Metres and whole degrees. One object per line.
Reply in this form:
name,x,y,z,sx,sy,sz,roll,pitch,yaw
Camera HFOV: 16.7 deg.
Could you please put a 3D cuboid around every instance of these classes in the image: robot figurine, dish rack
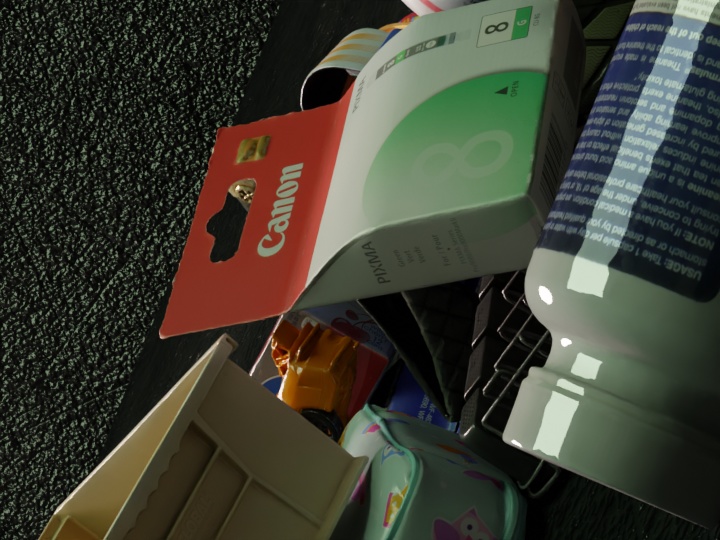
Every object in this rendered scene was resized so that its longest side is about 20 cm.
robot figurine,-0.053,0.132,1.331,0.145,0.058,0.201,-53,-17,-53
dish rack,0.108,-0.012,1.124,0.200,0.054,0.154,-57,14,38

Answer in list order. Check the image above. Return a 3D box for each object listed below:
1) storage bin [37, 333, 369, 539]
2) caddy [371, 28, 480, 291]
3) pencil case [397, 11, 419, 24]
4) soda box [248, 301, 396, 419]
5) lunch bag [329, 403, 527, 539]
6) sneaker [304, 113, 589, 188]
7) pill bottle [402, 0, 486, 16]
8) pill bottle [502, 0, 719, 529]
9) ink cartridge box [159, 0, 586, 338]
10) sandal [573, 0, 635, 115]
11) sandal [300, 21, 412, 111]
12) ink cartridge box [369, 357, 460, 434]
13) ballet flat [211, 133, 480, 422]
storage bin,-0.112,0.169,1.157,0.200,0.094,0.199,-44,12,46
caddy,0.052,-0.057,1.379,0.200,0.104,0.142,-63,-17,-67
pencil case,0.043,-0.087,1.584,0.201,0.086,0.078,-77,-27,-46
soda box,-0.043,0.091,1.429,0.201,0.070,0.064,-61,0,33
lunch bag,0.012,0.156,1.199,0.200,0.077,0.161,-144,76,-81
sneaker,0.051,-0.031,1.228,0.081,0.199,0.084,39,143,40
pill bottle,0.099,-0.250,1.546,0.109,0.108,0.200,-78,15,-49
pill bottle,0.124,-0.017,0.864,0.111,0.110,0.201,-173,105,-80
ink cartridge box,0.002,-0.053,1.147,0.162,0.199,0.050,-78,-28,-47
sandal,0.139,-0.158,1.254,0.057,0.079,0.202,95,-160,-64
sandal,-0.003,-0.098,1.511,0.079,0.059,0.207,-9,41,32
ink cartridge box,0.014,0.109,1.414,0.200,0.039,0.100,132,159,-62
ballet flat,0.000,0.000,1.271,0.057,0.200,0.066,-56,15,-22
